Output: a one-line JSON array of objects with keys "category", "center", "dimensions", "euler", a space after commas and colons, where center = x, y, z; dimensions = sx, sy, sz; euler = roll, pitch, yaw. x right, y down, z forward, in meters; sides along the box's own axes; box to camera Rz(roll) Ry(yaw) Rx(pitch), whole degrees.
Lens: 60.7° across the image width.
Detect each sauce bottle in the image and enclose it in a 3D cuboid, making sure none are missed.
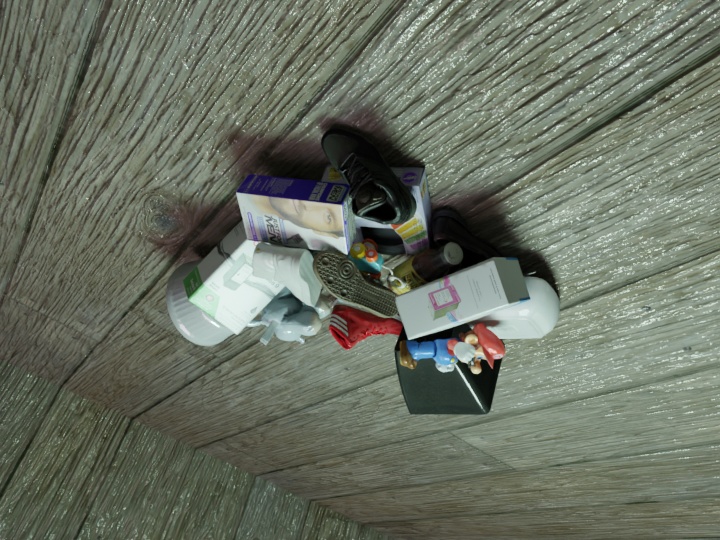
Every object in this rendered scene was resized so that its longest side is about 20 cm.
[{"category": "sauce bottle", "center": [0.117, -0.003, 1.135], "dimensions": [0.065, 0.067, 0.200], "euler": [27, 155, -14]}]

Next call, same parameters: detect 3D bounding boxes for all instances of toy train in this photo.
[{"category": "toy train", "center": [0.000, 0.000, 1.204], "dimensions": [0.150, 0.056, 0.199], "euler": [39, 146, -24]}]

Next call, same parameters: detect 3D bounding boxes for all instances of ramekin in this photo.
[{"category": "ramekin", "center": [-0.335, 0.063, 1.412], "dimensions": [0.097, 0.202, 0.200], "euler": [-20, 132, 33]}]

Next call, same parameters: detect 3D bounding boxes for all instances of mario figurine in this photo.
[{"category": "mario figurine", "center": [0.177, 0.169, 1.171], "dimensions": [0.197, 0.124, 0.107], "euler": [-9, 109, 19]}]

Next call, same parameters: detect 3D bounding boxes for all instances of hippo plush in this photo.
[{"category": "hippo plush", "center": [-0.148, 0.115, 1.418], "dimensions": [0.158, 0.201, 0.161], "euler": [31, 159, 19]}]

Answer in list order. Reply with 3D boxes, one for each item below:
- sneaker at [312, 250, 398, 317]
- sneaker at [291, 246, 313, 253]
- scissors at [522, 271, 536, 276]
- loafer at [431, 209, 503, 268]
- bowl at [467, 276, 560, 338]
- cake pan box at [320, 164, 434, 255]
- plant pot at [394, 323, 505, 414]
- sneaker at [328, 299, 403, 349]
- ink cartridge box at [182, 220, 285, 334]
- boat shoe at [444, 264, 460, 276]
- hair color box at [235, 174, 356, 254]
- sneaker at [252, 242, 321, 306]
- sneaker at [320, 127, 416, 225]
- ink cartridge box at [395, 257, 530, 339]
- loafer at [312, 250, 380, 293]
[{"category": "sneaker", "center": [-0.018, 0.029, 1.127], "dimensions": [0.199, 0.071, 0.075], "euler": [35, 170, -27]}, {"category": "sneaker", "center": [-0.123, -0.096, 1.184], "dimensions": [0.073, 0.082, 0.201], "euler": [1, 143, 22]}, {"category": "scissors", "center": [0.261, 0.026, 1.195], "dimensions": [0.072, 0.014, 0.200], "euler": [10, 163, -13]}, {"category": "loafer", "center": [0.199, -0.032, 1.143], "dimensions": [0.199, 0.064, 0.071], "euler": [37, 141, -29]}, {"category": "bowl", "center": [0.288, 0.082, 1.217], "dimensions": [0.197, 0.076, 0.199], "euler": [-5, 157, 28]}, {"category": "cake pan box", "center": [0.038, -0.107, 1.126], "dimensions": [0.182, 0.053, 0.201], "euler": [8, 146, 18]}, {"category": "plant pot", "center": [0.184, 0.183, 1.357], "dimensions": [0.198, 0.201, 0.178], "euler": [-8, 129, 33]}, {"category": "sneaker", "center": [0.018, 0.147, 1.435], "dimensions": [0.197, 0.117, 0.079], "euler": [16, 147, 3]}, {"category": "ink cartridge box", "center": [-0.248, 0.010, 1.289], "dimensions": [0.200, 0.084, 0.146], "euler": [-45, 125, 5]}, {"category": "boat shoe", "center": [0.135, 0.022, 1.249], "dimensions": [0.064, 0.073, 0.200], "euler": [-5, 157, -28]}, {"category": "hair color box", "center": [-0.111, -0.100, 1.088], "dimensions": [0.197, 0.065, 0.110], "euler": [7, 133, 14]}, {"category": "sneaker", "center": [-0.140, 0.003, 1.162], "dimensions": [0.114, 0.075, 0.201], "euler": [12, 157, 13]}, {"category": "sneaker", "center": [0.003, -0.151, 0.980], "dimensions": [0.076, 0.114, 0.200], "euler": [-41, 86, 22]}, {"category": "ink cartridge box", "center": [0.181, 0.049, 1.093], "dimensions": [0.198, 0.086, 0.144], "euler": [-22, 170, 29]}, {"category": "loafer", "center": [-0.038, 0.020, 1.333], "dimensions": [0.199, 0.076, 0.070], "euler": [33, 156, -14]}]
